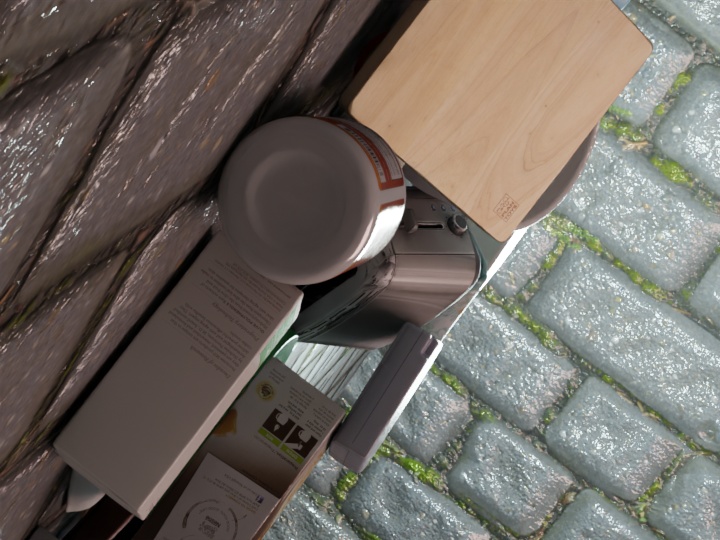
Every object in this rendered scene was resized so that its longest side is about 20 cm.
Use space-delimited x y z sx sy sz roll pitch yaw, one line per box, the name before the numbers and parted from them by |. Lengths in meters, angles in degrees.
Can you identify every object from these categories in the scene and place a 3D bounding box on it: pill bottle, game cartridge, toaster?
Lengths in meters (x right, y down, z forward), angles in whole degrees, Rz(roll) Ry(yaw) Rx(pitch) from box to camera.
pill bottle | -0.027 -0.052 1.345 0.113 0.112 0.200 -54 175 9
game cartridge | 0.022 0.108 1.614 0.134 0.041 0.200 -62 175 -1
toaster | 0.000 0.000 1.699 0.128 0.115 0.199 5 151 -46

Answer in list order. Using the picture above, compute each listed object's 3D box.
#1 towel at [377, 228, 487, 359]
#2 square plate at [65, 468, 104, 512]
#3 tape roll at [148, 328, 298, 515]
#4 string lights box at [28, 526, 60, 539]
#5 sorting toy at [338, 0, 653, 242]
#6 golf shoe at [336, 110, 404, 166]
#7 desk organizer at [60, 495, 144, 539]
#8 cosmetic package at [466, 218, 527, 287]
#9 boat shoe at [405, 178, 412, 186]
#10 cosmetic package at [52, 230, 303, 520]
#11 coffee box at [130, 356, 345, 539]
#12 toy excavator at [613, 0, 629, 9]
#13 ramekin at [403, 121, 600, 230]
towel | 0.043 -0.018 1.878 0.048 0.201 0.172 -6 146 -31
square plate | -0.170 0.105 1.576 0.200 0.028 0.198 -51 174 -26
tape roll | -0.130 0.122 1.630 0.201 0.048 0.200 -52 175 -7
string lights box | -0.254 0.292 1.638 0.059 0.102 0.200 -51 175 -20
sorting toy | 0.097 -0.161 1.479 0.201 0.198 0.070 -52 -144 1
golf shoe | 0.005 -0.106 1.540 0.091 0.075 0.201 -20 142 -49
desk organizer | -0.176 0.211 1.732 0.200 0.072 0.077 -47 -159 -20
cosmetic package | 0.098 -0.077 2.040 0.167 0.167 0.200 -57 173 32
boat shoe | -0.001 -0.067 1.766 0.057 0.068 0.200 -51 177 -17
cosmetic package | -0.135 0.080 1.408 0.201 0.085 0.108 -54 178 -10
coffee box | -0.104 0.182 1.545 0.201 0.079 0.114 -53 174 -17
toy excavator | 0.195 -0.278 1.823 0.194 0.099 0.201 40 -73 53
ramekin | 0.112 -0.143 1.631 0.199 0.097 0.203 -21 120 -41
